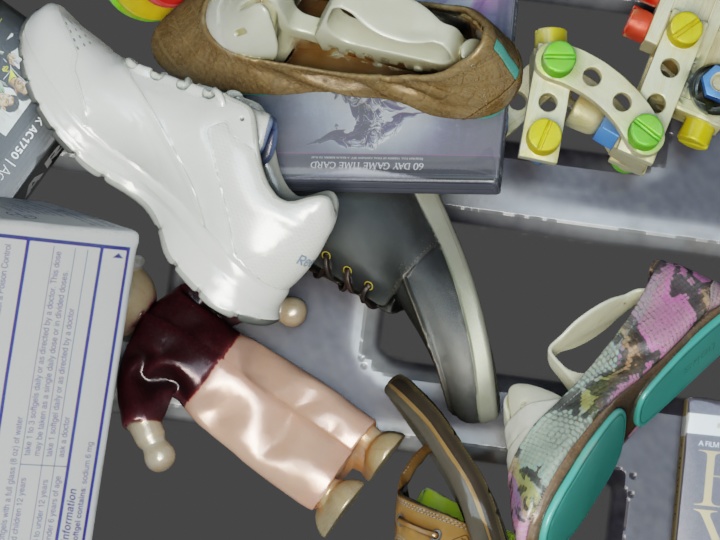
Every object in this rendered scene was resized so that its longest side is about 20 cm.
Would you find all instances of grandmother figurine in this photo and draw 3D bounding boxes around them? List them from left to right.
[{"bbox_3d":[-0.079,0.055,1.486,0.200,0.061,0.121,39,57,5],"label":"grandmother figurine"}]

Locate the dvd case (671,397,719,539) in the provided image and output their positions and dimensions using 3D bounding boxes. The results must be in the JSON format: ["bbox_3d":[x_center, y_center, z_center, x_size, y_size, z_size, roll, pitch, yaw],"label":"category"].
[{"bbox_3d":[0.236,0.174,1.499,0.148,0.016,0.201,6,83,0],"label":"dvd case"}]

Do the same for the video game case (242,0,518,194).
[{"bbox_3d":[0.011,-0.134,1.483,0.142,0.019,0.201,1,66,12],"label":"video game case"}]

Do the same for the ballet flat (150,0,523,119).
[{"bbox_3d":[-0.016,-0.121,1.432,0.199,0.072,0.068,12,67,16],"label":"ballet flat"}]

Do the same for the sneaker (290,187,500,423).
[{"bbox_3d":[0.000,0.000,1.489,0.106,0.075,0.201,-21,75,0],"label":"sneaker"}]

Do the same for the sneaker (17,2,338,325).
[{"bbox_3d":[-0.090,-0.066,1.431,0.200,0.074,0.087,45,104,6],"label":"sneaker"}]

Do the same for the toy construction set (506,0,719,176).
[{"bbox_3d":[0.148,-0.136,1.499,0.131,0.092,0.201,22,94,1],"label":"toy construction set"}]

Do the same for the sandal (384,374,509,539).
[{"bbox_3d":[0.049,0.142,1.421,0.054,0.082,0.201,-23,72,-1],"label":"sandal"}]

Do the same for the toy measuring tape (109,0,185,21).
[{"bbox_3d":[-0.143,-0.156,1.487,0.199,0.074,0.074,-20,84,-21],"label":"toy measuring tape"}]

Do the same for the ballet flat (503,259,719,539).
[{"bbox_3d":[0.119,0.067,1.466,0.071,0.069,0.200,30,57,22],"label":"ballet flat"}]

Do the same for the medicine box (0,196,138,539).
[{"bbox_3d":[-0.228,0.053,1.397,0.199,0.103,0.183,6,97,-34],"label":"medicine box"}]

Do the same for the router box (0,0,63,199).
[{"bbox_3d":[-0.250,-0.063,1.493,0.149,0.051,0.200,36,84,1],"label":"router box"}]

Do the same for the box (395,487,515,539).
[{"bbox_3d":[0.042,0.221,1.430,0.122,0.048,0.200,27,57,4],"label":"box"}]
